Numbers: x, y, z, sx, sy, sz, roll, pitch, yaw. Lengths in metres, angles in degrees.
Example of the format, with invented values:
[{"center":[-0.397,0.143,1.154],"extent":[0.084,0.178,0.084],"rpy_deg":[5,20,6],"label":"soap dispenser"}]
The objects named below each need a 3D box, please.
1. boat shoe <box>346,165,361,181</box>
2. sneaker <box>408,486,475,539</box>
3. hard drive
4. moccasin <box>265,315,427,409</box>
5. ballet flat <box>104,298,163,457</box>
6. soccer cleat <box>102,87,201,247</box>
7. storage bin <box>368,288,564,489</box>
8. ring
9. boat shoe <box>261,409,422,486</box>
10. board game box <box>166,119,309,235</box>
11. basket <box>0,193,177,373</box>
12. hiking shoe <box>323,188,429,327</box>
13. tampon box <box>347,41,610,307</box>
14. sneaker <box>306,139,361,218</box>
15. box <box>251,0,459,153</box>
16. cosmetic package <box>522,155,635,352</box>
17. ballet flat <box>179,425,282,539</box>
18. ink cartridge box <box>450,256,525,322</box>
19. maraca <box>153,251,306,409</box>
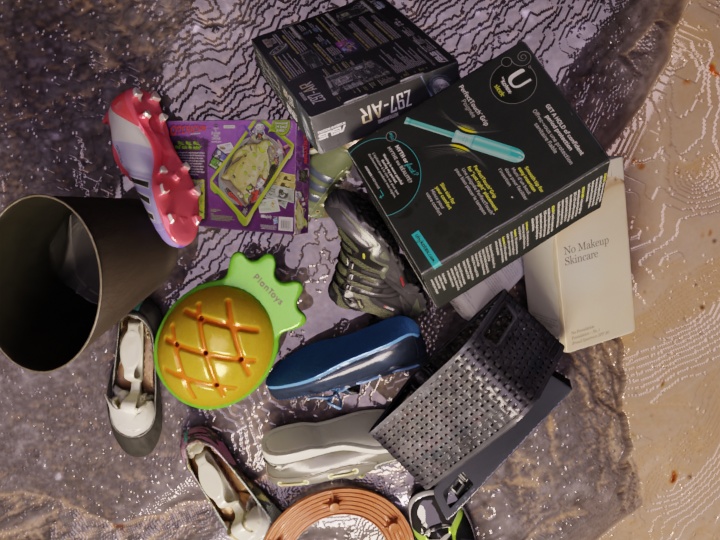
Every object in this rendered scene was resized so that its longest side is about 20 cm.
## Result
[{"center":[0.007,-0.137,0.971],"extent":[0.069,0.071,0.201],"rpy_deg":[-30,103,33],"label":"boat shoe"},{"center":[0.117,0.360,1.021],"extent":[0.071,0.083,0.202],"rpy_deg":[-23,97,4],"label":"sneaker"},{"center":[0.164,0.193,0.976],"extent":[0.042,0.135,0.200],"rpy_deg":[43,97,11],"label":"hard drive"},{"center":[-0.016,0.121,0.983],"extent":[0.198,0.081,0.069],"rpy_deg":[-18,121,21],"label":"moccasin"},{"center":[-0.274,0.133,1.005],"extent":[0.067,0.068,0.203],"rpy_deg":[2,98,0],"label":"ballet flat"},{"center":[-0.237,-0.111,0.951],"extent":[0.076,0.066,0.202],"rpy_deg":[-30,74,32],"label":"soccer cleat"},{"center":[0.115,0.132,0.924],"extent":[0.094,0.135,0.200],"rpy_deg":[44,130,2],"label":"storage bin"},{"center":[-0.027,0.361,1.033],"extent":[0.198,0.019,0.203],"rpy_deg":[-3,104,-13],"label":"ring"},{"center":[-0.017,0.216,1.013],"extent":[0.199,0.072,0.061],"rpy_deg":[-6,119,-5],"label":"boat shoe"},{"center":[-0.140,-0.107,0.937],"extent":[0.198,0.032,0.122],"rpy_deg":[7,103,35],"label":"board game box"},{"center":[-0.290,-0.006,0.911],"extent":[0.134,0.200,0.182],"rpy_deg":[17,106,9],"label":"basket"},{"center":[0.000,0.000,0.950],"extent":[0.100,0.076,0.201],"rpy_deg":[-29,125,10],"label":"hiking shoe"},{"center":[0.116,-0.089,0.825],"extent":[0.199,0.126,0.151],"rpy_deg":[-31,71,1],"label":"tampon box"},{"center":[-0.044,-0.105,0.943],"extent":[0.199,0.067,0.090],"rpy_deg":[-16,115,35],"label":"sneaker"},{"center":[-0.010,-0.212,0.877],"extent":[0.159,0.200,0.044],"rpy_deg":[-23,132,-11],"label":"box"},{"center":[0.242,-0.022,0.949],"extent":[0.102,0.073,0.203],"rpy_deg":[-15,105,-21],"label":"cosmetic package"},{"center":[-0.155,0.279,1.021],"extent":[0.069,0.071,0.201],"rpy_deg":[-35,96,4],"label":"ballet flat"},{"center":[0.149,-0.066,0.965],"extent":[0.200,0.050,0.161],"rpy_deg":[-46,117,-13],"label":"ink cartridge box"},{"center":[-0.152,0.070,0.974],"extent":[0.137,0.107,0.200],"rpy_deg":[43,96,-4],"label":"maraca"}]
